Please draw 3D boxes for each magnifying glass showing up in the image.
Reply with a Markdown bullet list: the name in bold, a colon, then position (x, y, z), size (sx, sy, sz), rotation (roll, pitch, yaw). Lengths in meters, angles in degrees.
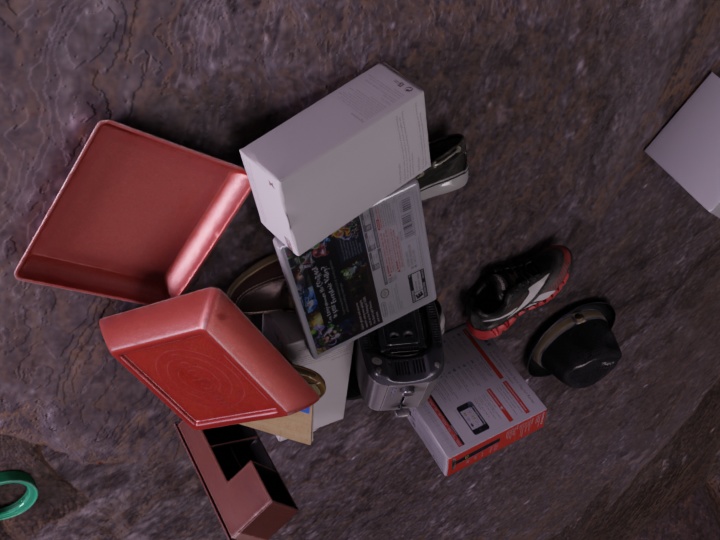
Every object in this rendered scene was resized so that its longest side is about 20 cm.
- **magnifying glass**: position (-0.492, 0.275, 1.093), size (0.080, 0.022, 0.199), rotation (-48, 140, 15)

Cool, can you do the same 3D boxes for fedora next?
- **fedora**: position (0.397, 0.150, 1.585), size (0.198, 0.092, 0.203), rotation (-21, 140, -18)

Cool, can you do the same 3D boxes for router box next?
- **router box**: position (0.156, 0.189, 1.353), size (0.177, 0.201, 0.049), rotation (-21, 140, -18)

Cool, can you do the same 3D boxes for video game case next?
- **video game case**: position (0.000, 0.000, 1.061), size (0.179, 0.023, 0.202), rotation (-26, 136, -11)

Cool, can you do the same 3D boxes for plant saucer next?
- **plant saucer**: position (-0.236, -0.059, 0.931), size (0.198, 0.037, 0.201), rotation (15, 120, -46)
- **plant saucer**: position (-0.178, 0.115, 1.010), size (0.197, 0.037, 0.200), rotation (-15, 129, 33)

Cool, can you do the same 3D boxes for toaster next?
- **toaster**: position (0.044, 0.093, 1.200), size (0.111, 0.203, 0.130), rotation (-5, 147, -10)

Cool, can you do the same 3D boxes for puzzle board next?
- **puzzle board**: position (-0.152, 0.159, 1.116), size (0.196, 0.018, 0.152), rotation (15, 148, 5)

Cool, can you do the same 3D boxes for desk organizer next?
- **desk organizer**: position (-0.168, 0.264, 1.185), size (0.077, 0.201, 0.072), rotation (-42, 142, 6)

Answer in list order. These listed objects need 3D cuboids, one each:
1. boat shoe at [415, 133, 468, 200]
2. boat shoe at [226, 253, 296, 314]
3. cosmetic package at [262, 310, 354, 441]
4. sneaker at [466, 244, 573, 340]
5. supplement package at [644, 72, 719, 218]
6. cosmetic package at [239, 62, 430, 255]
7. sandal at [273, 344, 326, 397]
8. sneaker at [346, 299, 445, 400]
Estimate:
- **boat shoe**: position (0.041, -0.114, 1.065), size (0.197, 0.071, 0.065), rotation (-23, 130, -18)
- **boat shoe**: position (-0.069, 0.021, 1.110), size (0.197, 0.072, 0.073), rotation (-15, 138, -25)
- **cosmetic package**: position (-0.076, 0.129, 1.208), size (0.106, 0.085, 0.202), rotation (-15, 138, -25)
- **sneaker**: position (0.240, 0.023, 1.351), size (0.199, 0.071, 0.098), rotation (-36, 145, 2)
- **supplement package**: position (0.569, -0.168, 1.340), size (0.198, 0.151, 0.152), rotation (16, 121, -46)
- **cosmetic package**: position (-0.022, -0.122, 0.962), size (0.198, 0.081, 0.114), rotation (-33, 140, -20)
- **sandal**: position (-0.134, 0.114, 1.106), size (0.081, 0.196, 0.055), rotation (70, 36, -53)
- **sneaker**: position (0.052, 0.132, 1.318), size (0.199, 0.074, 0.089), rotation (-38, 146, -4)
